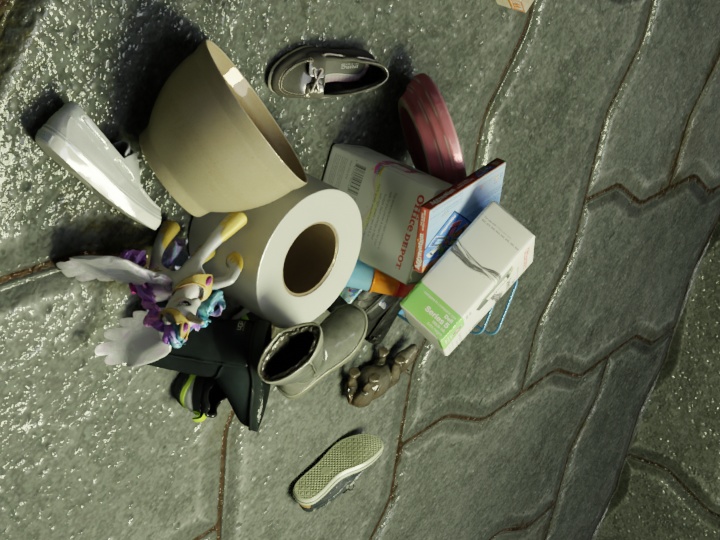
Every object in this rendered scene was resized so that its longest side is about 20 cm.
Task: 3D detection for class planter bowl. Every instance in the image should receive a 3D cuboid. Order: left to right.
[{"bbox_3d":[-0.173,-0.149,1.135,0.134,0.201,0.200,-33,146,7],"label":"planter bowl"}]

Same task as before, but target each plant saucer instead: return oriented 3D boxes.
[{"bbox_3d":[0.105,-0.198,1.478,0.050,0.201,0.201,-19,136,-4],"label":"plant saucer"}]

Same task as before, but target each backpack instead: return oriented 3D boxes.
[{"bbox_3d":[0.036,-0.004,1.560,0.200,0.154,0.163,-43,143,9],"label":"backpack"}]

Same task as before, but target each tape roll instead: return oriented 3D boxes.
[{"bbox_3d":[-0.113,-0.040,1.314,0.202,0.139,0.204,-33,138,-36],"label":"tape roll"}]

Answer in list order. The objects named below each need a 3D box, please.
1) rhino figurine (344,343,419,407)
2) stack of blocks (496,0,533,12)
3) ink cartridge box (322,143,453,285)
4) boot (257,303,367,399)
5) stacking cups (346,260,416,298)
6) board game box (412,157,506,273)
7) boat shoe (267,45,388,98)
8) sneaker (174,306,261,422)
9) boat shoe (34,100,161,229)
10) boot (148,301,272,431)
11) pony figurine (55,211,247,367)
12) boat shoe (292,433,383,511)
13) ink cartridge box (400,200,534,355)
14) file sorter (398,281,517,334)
[{"bbox_3d":[0.044,0.184,1.758,0.199,0.060,0.088,-28,148,-43],"label":"rhino figurine"},{"bbox_3d":[0.243,-0.521,1.528,0.116,0.058,0.200,-55,146,-10],"label":"stack of blocks"},{"bbox_3d":[0.037,-0.085,1.429,0.084,0.199,0.146,-4,117,-52],"label":"ink cartridge box"},{"bbox_3d":[-0.060,0.094,1.287,0.182,0.072,0.200,-49,164,-13],"label":"boot"},{"bbox_3d":[0.000,0.000,1.454,0.061,0.198,0.061,-170,-90,-84],"label":"stacking cups"},{"bbox_3d":[0.143,-0.081,1.385,0.200,0.019,0.104,-33,137,-43],"label":"board game box"},{"bbox_3d":[-0.039,-0.270,1.325,0.199,0.057,0.067,-20,129,-46],"label":"boat shoe"},{"bbox_3d":[-0.180,0.137,1.400,0.200,0.083,0.072,-51,146,-17],"label":"sneaker"},{"bbox_3d":[-0.283,-0.118,1.102,0.069,0.072,0.200,-55,137,-10],"label":"boat shoe"},{"bbox_3d":[-0.205,0.126,1.299,0.077,0.167,0.201,-74,173,-46],"label":"boot"},{"bbox_3d":[-0.238,0.017,1.161,0.201,0.192,0.167,-67,144,-47],"label":"pony figurine"},{"bbox_3d":[-0.040,0.369,1.769,0.199,0.074,0.063,-35,143,-28],"label":"boat shoe"},{"bbox_3d":[0.157,0.014,1.397,0.200,0.084,0.146,-47,165,-4],"label":"ink cartridge box"},{"bbox_3d":[0.166,0.036,1.721,0.199,0.122,0.140,4,111,-47],"label":"file sorter"}]
